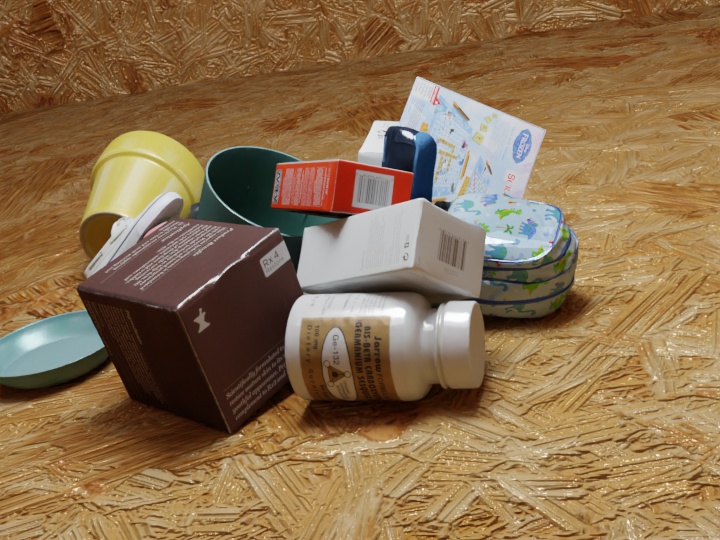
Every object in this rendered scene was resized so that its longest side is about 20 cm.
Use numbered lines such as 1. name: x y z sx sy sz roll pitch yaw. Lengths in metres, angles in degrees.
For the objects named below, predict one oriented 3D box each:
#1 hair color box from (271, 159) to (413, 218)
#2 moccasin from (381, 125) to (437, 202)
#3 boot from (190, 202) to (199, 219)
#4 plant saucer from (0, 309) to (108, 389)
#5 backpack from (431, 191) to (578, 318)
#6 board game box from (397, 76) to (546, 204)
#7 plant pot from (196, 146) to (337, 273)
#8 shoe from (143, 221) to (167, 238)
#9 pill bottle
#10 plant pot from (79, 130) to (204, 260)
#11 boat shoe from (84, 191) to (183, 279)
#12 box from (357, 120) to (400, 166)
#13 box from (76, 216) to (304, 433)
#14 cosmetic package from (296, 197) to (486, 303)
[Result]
1. hair color box: -0.027 -0.095 1.200 0.100 0.062 0.199 7 2 -24
2. moccasin: 0.050 -0.093 1.256 0.068 0.202 0.080 29 36 25
3. boot: -0.182 -0.103 1.661 0.166 0.078 0.200 -14 1 3
4. plant saucer: -0.408 0.110 1.337 0.197 0.036 0.200 -10 20 4
5. backpack: 0.165 -0.017 1.215 0.198 0.155 0.164 22 43 10
6. board game box: 0.132 -0.137 1.377 0.197 0.202 0.041 22 -13 -2
7. plant pot: -0.134 -0.044 1.355 0.198 0.162 0.202 17 34 -11
8. shoe: -0.229 -0.054 1.483 0.197 0.072 0.091 -19 24 -12
9. pill bottle: 0.028 0.081 1.061 0.197 0.116 0.115 -2 22 18
10. plant pot: -0.374 -0.100 1.673 0.198 0.203 0.190 -5 36 17
11. boat shoe: -0.355 -0.051 1.530 0.067 0.201 0.074 40 2 18
12. box: 0.100 -0.138 1.530 0.197 0.133 0.199 4 21 6
13. box: -0.183 0.055 1.143 0.198 0.166 0.166 9 38 43
14. cosmetic package: 0.031 -0.011 1.112 0.112 0.082 0.198 22 -20 -39
